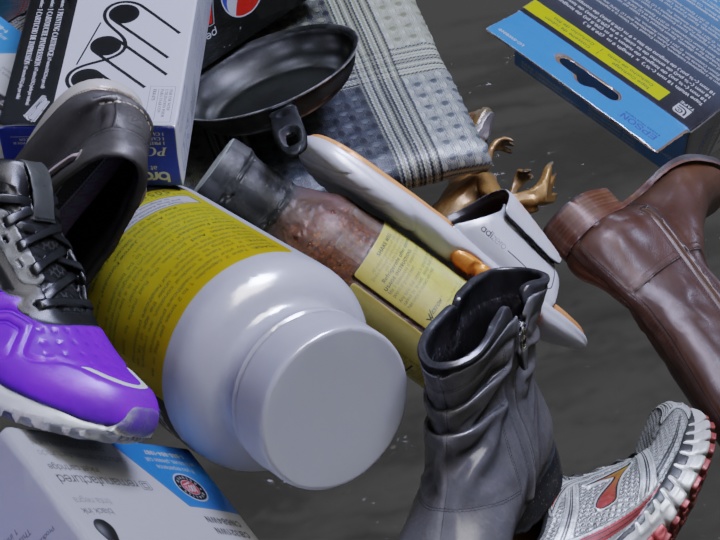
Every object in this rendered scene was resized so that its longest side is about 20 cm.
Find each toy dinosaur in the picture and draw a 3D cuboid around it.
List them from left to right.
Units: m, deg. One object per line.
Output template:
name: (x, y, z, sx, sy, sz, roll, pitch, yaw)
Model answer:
toy dinosaur: (0.061, -0.028, 1.233, 0.106, 0.060, 0.200, 4, 33, 21)

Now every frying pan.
frying pan: (-0.034, -0.102, 1.168, 0.115, 0.031, 0.190, -32, 29, -19)

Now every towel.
towel: (-0.039, -0.111, 1.263, 0.192, 0.035, 0.200, -13, 51, -10)

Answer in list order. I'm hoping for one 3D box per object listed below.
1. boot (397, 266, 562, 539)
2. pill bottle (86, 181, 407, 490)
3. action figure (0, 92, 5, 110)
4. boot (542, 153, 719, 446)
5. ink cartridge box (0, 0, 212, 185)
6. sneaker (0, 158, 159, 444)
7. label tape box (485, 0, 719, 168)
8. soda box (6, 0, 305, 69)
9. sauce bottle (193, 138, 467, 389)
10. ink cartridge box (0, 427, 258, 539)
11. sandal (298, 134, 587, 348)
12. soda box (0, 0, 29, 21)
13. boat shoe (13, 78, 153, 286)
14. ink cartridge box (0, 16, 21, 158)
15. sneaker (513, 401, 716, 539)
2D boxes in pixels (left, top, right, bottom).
boot: (0.041, 0.092, 0.963, 0.070, 0.132, 0.200, 5, 35, 18)
pill bottle: (-0.066, 0.033, 1.014, 0.111, 0.111, 0.200, -13, 24, -31)
action figure: (-0.254, -0.086, 1.027, 0.130, 0.069, 0.200, 24, 40, 11)
boot: (0.223, 0.027, 1.225, 0.186, 0.064, 0.200, -20, 61, -45)
ink cartridge box: (-0.134, -0.128, 1.113, 0.094, 0.044, 0.200, 1, 45, 3)
sneaker: (-0.160, 0.000, 0.925, 0.200, 0.100, 0.070, 31, 6, 27)
label tape box: (0.183, -0.135, 1.371, 0.144, 0.063, 0.200, 38, 45, 18)
soda box: (-0.117, -0.159, 1.231, 0.200, 0.071, 0.063, -37, 41, -27)
sauce bottle: (0.000, 0.000, 1.124, 0.200, 0.066, 0.066, 38, 42, -8)
ink cartridge box: (-0.082, 0.170, 0.893, 0.200, 0.084, 0.146, 47, 15, 27)
sandal: (0.060, -0.028, 1.150, 0.207, 0.079, 0.059, 37, 80, -19)
soda box: (-0.161, -0.200, 1.308, 0.200, 0.064, 0.068, -7, 47, -26)
boat shoe: (-0.165, -0.005, 1.002, 0.067, 0.200, 0.057, 21, 30, -30)
ink cartridge box: (-0.246, -0.053, 1.107, 0.145, 0.084, 0.200, 38, 45, 17)
sneaker: (0.124, 0.127, 1.066, 0.082, 0.078, 0.200, 31, 43, 14)
